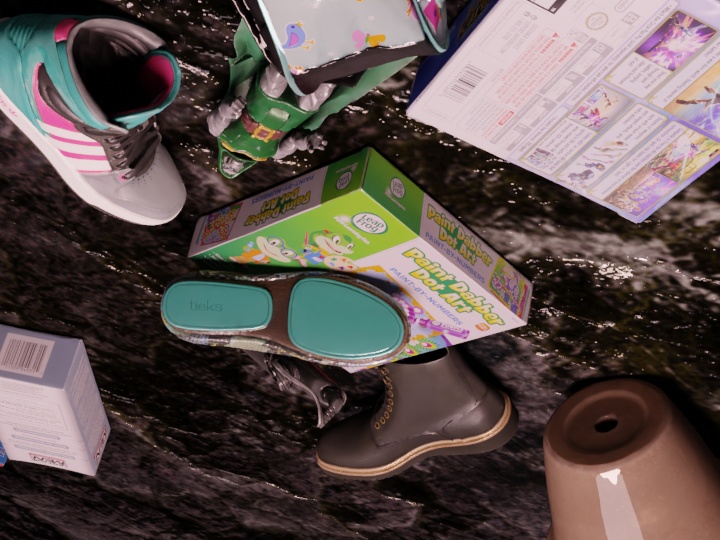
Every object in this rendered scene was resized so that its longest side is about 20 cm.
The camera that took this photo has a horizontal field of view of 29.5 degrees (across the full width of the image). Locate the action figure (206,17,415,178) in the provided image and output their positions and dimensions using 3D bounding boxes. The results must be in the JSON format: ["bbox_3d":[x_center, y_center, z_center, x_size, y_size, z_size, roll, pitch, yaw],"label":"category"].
[{"bbox_3d":[-0.054,-0.113,0.916,0.117,0.055,0.200,21,152,-17],"label":"action figure"}]

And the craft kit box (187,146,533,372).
[{"bbox_3d":[0.000,0.000,1.080,0.197,0.049,0.200,-22,134,39],"label":"craft kit box"}]

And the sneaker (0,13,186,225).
[{"bbox_3d":[-0.160,-0.106,0.943,0.120,0.084,0.200,-2,145,40],"label":"sneaker"}]

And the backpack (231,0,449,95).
[{"bbox_3d":[-0.016,-0.209,0.637,0.152,0.177,0.200,-19,138,16],"label":"backpack"}]

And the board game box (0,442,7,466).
[{"bbox_3d":[-0.513,0.149,1.494,0.194,0.056,0.200,-7,143,29],"label":"board game box"}]

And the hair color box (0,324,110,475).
[{"bbox_3d":[-0.323,0.135,1.396,0.098,0.061,0.201,11,147,5],"label":"hair color box"}]

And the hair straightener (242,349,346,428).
[{"bbox_3d":[-0.068,0.080,1.125,0.077,0.041,0.200,23,-170,-24],"label":"hair straightener"}]

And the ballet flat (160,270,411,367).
[{"bbox_3d":[-0.055,0.035,1.069,0.198,0.075,0.074,10,148,9],"label":"ballet flat"}]

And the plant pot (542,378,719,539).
[{"bbox_3d":[0.239,0.193,1.180,0.199,0.201,0.175,-6,126,29],"label":"plant pot"}]

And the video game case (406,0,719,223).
[{"bbox_3d":[0.151,-0.123,0.824,0.180,0.046,0.200,24,147,-14],"label":"video game case"}]

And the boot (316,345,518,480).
[{"bbox_3d":[0.025,0.113,1.230,0.199,0.078,0.139,-19,133,22],"label":"boot"}]
